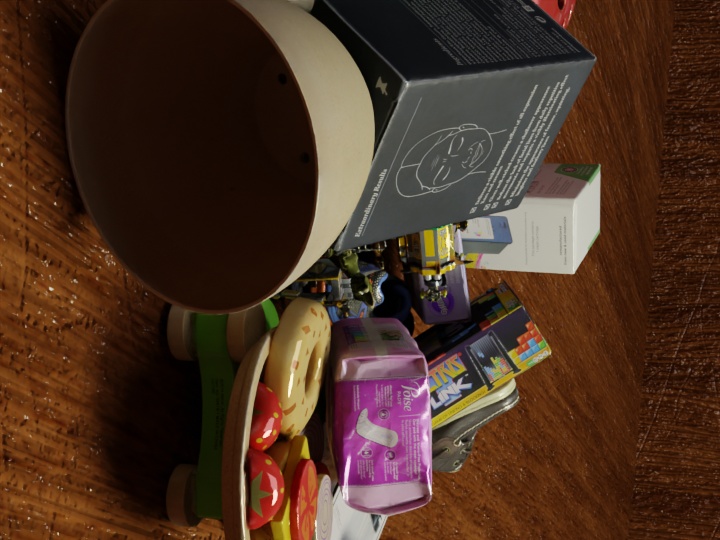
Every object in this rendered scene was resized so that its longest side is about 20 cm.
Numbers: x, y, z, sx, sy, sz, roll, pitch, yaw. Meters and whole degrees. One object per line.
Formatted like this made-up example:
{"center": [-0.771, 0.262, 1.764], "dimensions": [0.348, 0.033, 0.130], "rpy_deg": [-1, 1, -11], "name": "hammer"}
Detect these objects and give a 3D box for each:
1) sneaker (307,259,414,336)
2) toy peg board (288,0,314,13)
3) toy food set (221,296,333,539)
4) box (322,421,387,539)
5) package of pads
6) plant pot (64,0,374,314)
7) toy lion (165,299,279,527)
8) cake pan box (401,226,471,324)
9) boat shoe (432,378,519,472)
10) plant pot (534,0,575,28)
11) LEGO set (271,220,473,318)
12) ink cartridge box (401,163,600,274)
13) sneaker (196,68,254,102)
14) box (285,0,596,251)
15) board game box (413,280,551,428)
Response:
{"center": [0.017, 0.040, 1.195], "dimensions": [0.200, 0.078, 0.076], "rpy_deg": [33, 62, -65], "name": "sneaker"}
{"center": [-0.043, -0.280, 0.841], "dimensions": [0.199, 0.098, 0.201], "rpy_deg": [-14, 96, -35], "name": "toy peg board"}
{"center": [-0.052, 0.136, 0.879], "dimensions": [0.201, 0.048, 0.199], "rpy_deg": [-77, 164, -53], "name": "toy food set"}
{"center": [-0.032, 0.228, 1.113], "dimensions": [0.200, 0.060, 0.117], "rpy_deg": [-62, 146, -47], "name": "box"}
{"center": [0.012, 0.110, 1.001], "dimensions": [0.200, 0.075, 0.121], "rpy_deg": [-124, -148, -83], "name": "package of pads"}
{"center": [-0.067, -0.089, 0.780], "dimensions": [0.134, 0.199, 0.202], "rpy_deg": [-26, 117, -51], "name": "plant pot"}
{"center": [-0.086, 0.116, 0.980], "dimensions": [0.192, 0.068, 0.202], "rpy_deg": [-11, 102, -75], "name": "toy lion"}
{"center": [0.065, -0.050, 1.231], "dimensions": [0.200, 0.052, 0.186], "rpy_deg": [-114, -163, -83], "name": "cake pan box"}
{"center": [0.080, 0.164, 1.204], "dimensions": [0.065, 0.200, 0.073], "rpy_deg": [57, 33, -1], "name": "boat shoe"}
{"center": [0.104, -0.258, 1.234], "dimensions": [0.183, 0.199, 0.201], "rpy_deg": [-63, 147, -43], "name": "plant pot"}
{"center": [0.000, 0.000, 1.028], "dimensions": [0.154, 0.198, 0.117], "rpy_deg": [-96, 180, -67], "name": "LEGO set"}
{"center": [0.156, -0.064, 1.376], "dimensions": [0.145, 0.199, 0.088], "rpy_deg": [-44, 135, -61], "name": "ink cartridge box"}
{"center": [-0.085, -0.196, 0.921], "dimensions": [0.200, 0.076, 0.112], "rpy_deg": [-53, 145, -62], "name": "sneaker"}
{"center": [0.048, -0.117, 0.910], "dimensions": [0.199, 0.107, 0.149], "rpy_deg": [-14, 141, -40], "name": "box"}
{"center": [0.091, 0.084, 1.196], "dimensions": [0.057, 0.165, 0.200], "rpy_deg": [58, 4, -4], "name": "board game box"}
